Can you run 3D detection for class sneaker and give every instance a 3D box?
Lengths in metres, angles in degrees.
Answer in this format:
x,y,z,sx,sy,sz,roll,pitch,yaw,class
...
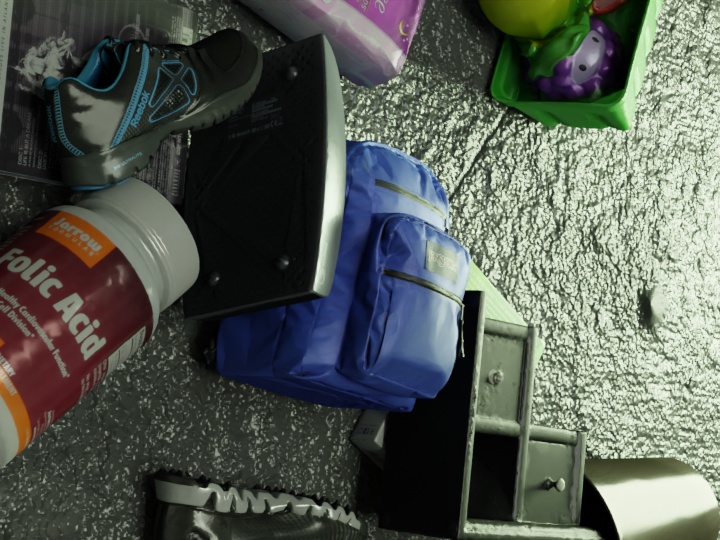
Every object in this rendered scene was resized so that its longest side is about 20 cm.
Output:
x,y,z,sx,sy,sz,roll,pitch,yaw,class
-0.080,0.210,1.148,0.199,0.066,0.091,17,80,-39,sneaker
-0.141,-0.134,1.050,0.200,0.073,0.082,-44,126,-44,sneaker

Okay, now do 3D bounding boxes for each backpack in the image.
x,y,z,sx,sy,sz,roll,pitch,yaw,class
0.000,0.000,1.161,0.162,0.167,0.201,26,69,-54,backpack

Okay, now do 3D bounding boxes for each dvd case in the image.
x,y,z,sx,sy,sz,roll,pitch,yaw,class
-0.192,-0.132,1.055,0.200,0.016,0.150,9,85,-54,dvd case

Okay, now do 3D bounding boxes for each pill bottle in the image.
x,y,z,sx,sy,sz,roll,pitch,yaw,class
-0.206,0.029,0.990,0.200,0.114,0.115,-44,118,-36,pill bottle

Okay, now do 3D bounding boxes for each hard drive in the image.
x,y,z,sx,sy,sz,roll,pitch,yaw,class
-0.069,-0.064,1.100,0.042,0.134,0.201,26,58,-49,hard drive

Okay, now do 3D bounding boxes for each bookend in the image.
x,y,z,sx,sy,sz,roll,pitch,yaw,class
0.123,0.131,1.280,0.199,0.092,0.200,14,79,-44,bookend

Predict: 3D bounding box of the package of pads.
x,y,z,sx,sy,sz,roll,pitch,yaw,class
-0.034,-0.245,1.195,0.200,0.075,0.121,31,70,-40,package of pads

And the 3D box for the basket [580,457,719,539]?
x,y,z,sx,sy,sz,roll,pitch,yaw,class
0.246,0.253,1.424,0.199,0.136,0.181,-6,88,-48,basket

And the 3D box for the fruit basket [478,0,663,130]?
x,y,z,sx,sy,sz,roll,pitch,yaw,class
0.189,-0.248,1.379,0.215,0.155,0.217,-21,114,-58,fruit basket

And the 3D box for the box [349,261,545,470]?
x,y,z,sx,sy,sz,roll,pitch,yaw,class
0.082,0.106,1.330,0.144,0.036,0.201,47,60,-33,box
